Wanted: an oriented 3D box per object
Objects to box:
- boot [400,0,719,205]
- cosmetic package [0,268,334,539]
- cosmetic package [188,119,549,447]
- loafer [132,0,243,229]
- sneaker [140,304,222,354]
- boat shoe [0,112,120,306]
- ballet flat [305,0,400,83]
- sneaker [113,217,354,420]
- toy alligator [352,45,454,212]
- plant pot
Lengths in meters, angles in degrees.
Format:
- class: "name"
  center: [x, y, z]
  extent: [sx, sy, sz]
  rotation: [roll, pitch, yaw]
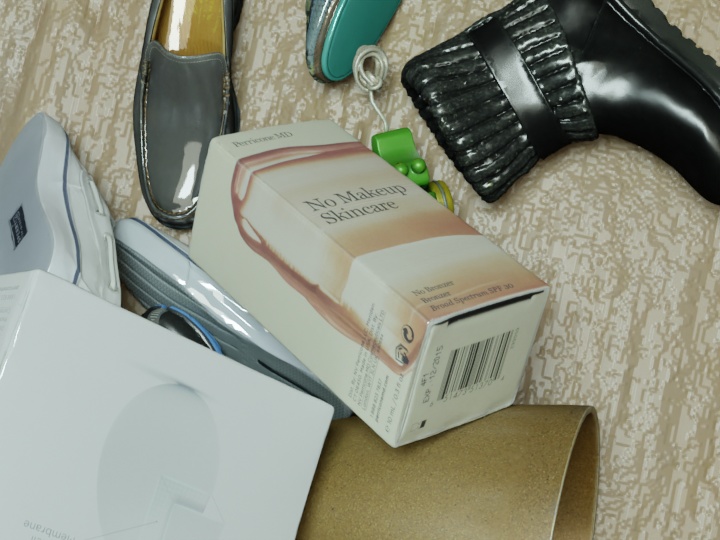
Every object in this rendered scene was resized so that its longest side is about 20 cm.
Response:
- class: "boot"
  center: [0.140, -0.087, 0.925]
  extent: [0.157, 0.080, 0.212]
  rotation: [-38, 74, -7]
- class: "cosmetic package"
  center: [-0.146, 0.133, 0.778]
  extent: [0.198, 0.122, 0.202]
  rotation: [29, 69, -33]
- class: "cosmetic package"
  center: [0.000, 0.000, 0.852]
  extent: [0.200, 0.103, 0.088]
  rotation: [38, 128, 35]
- class: "loafer"
  center: [-0.114, -0.129, 0.948]
  extent: [0.072, 0.072, 0.203]
  rotation: [2, 86, 2]
- class: "sneaker"
  center: [-0.126, 0.121, 0.904]
  extent: [0.070, 0.082, 0.202]
  rotation: [0, 81, 37]
- class: "boat shoe"
  center: [-0.186, -0.024, 0.912]
  extent: [0.065, 0.201, 0.074]
  rotation: [30, 116, -32]
- class: "ballet flat"
  center: [0.007, -0.217, 0.960]
  extent: [0.074, 0.074, 0.201]
  rotation: [31, 86, 5]
- class: "sneaker"
  center: [-0.071, 0.019, 0.944]
  extent: [0.199, 0.073, 0.071]
  rotation: [33, 59, 8]
- class: "toy alligator"
  center: [0.030, -0.045, 0.927]
  extent: [0.059, 0.054, 0.203]
  rotation: [-13, 94, -18]
- class: "plant pot"
  center: [0.028, 0.158, 0.874]
  extent: [0.197, 0.186, 0.189]
  rotation: [8, 85, 16]
